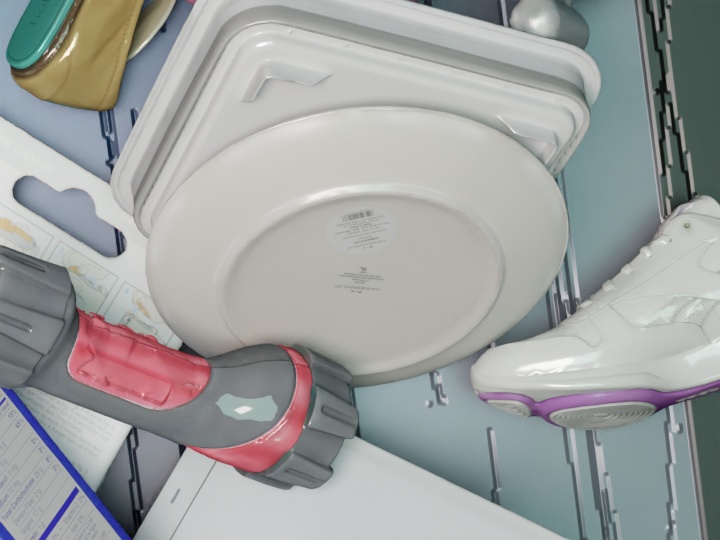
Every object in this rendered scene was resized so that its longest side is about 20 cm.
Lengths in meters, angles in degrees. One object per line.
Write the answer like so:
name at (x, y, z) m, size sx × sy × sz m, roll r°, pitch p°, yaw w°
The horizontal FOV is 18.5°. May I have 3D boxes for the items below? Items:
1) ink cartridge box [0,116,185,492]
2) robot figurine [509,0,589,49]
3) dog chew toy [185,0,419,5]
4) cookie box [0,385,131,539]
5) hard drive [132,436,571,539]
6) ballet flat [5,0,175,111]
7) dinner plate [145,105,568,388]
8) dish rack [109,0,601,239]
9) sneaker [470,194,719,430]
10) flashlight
ink cartridge box at (-0.182, 0.042, 1.075) m, size 0.162 × 0.057 × 0.201 m, roll 32°, pitch 80°, yaw -6°
robot figurine at (0.091, -0.184, 1.027) m, size 0.112 × 0.200 × 0.171 m, roll 8°, pitch 98°, yaw 22°
dog chew toy at (-0.028, -0.145, 1.028) m, size 0.124 × 0.125 × 0.200 m, roll -37°, pitch 135°, yaw -4°
cookie box at (-0.191, 0.154, 1.004) m, size 0.171 × 0.075 × 0.200 m, roll -30°, pitch 105°, yaw 27°
hard drive at (-0.012, 0.146, 1.036) m, size 0.199 × 0.027 × 0.132 m, roll 24°, pitch 75°, yaw 27°
ballet flat at (-0.106, -0.171, 1.074) m, size 0.063 × 0.069 × 0.201 m, roll 26°, pitch 91°, yaw -34°
dinner plate at (0.000, 0.000, 1.026) m, size 0.199 × 0.201 × 0.024 m, roll -5°, pitch 49°, yaw -6°
dish rack at (-0.001, -0.050, 1.018) m, size 0.199 × 0.172 × 0.044 m, roll 11°, pitch 45°, yaw -22°
sneaker at (0.147, 0.021, 1.102) m, size 0.199 × 0.075 × 0.100 m, roll -13°, pitch 74°, yaw -6°
flashlight at (-0.092, 0.041, 0.982) m, size 0.199 × 0.068 × 0.068 m, roll 27°, pitch 71°, yaw -37°
